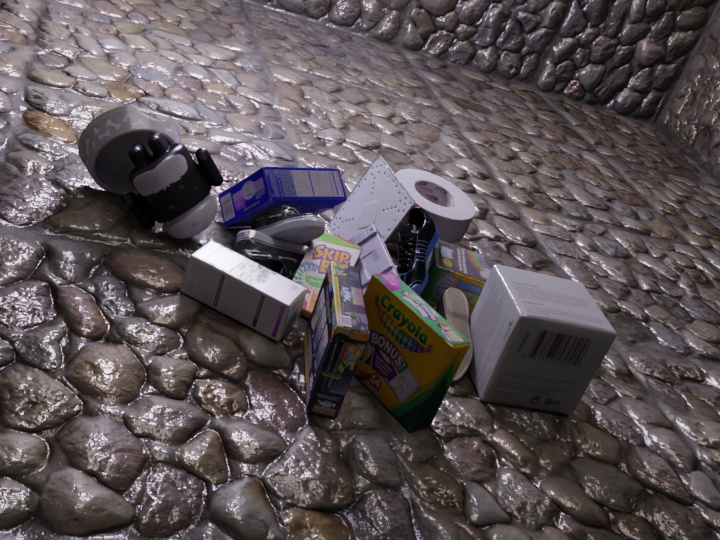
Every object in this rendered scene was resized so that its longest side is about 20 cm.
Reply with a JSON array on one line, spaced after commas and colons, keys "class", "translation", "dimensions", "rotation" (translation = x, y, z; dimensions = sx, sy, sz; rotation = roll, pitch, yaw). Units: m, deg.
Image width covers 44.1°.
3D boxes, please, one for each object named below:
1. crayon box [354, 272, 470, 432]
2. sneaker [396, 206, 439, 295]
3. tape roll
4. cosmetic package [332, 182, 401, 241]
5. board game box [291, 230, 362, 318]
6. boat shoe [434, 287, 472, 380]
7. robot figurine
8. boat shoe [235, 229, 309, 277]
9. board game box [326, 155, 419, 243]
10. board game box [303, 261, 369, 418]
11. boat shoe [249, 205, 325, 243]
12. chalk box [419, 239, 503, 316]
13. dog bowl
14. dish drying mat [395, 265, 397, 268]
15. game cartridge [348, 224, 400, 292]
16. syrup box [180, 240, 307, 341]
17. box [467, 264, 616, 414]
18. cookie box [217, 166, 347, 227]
[{"class": "crayon box", "translation": [0.066, 0.130, 1.459], "dimensions": [0.058, 0.174, 0.200], "rotation": [-7, 38, -44]}, {"class": "sneaker", "translation": [0.095, -0.033, 1.708], "dimensions": [0.078, 0.070, 0.201], "rotation": [53, 41, -35]}, {"class": "tape roll", "translation": [0.154, -0.145, 1.975], "dimensions": [0.198, 0.067, 0.201], "rotation": [19, 30, -11]}, {"class": "cosmetic package", "translation": [0.051, -0.128, 2.022], "dimensions": [0.198, 0.091, 0.107], "rotation": [10, 30, -30]}, {"class": "board game box", "translation": [-0.068, 0.005, 1.662], "dimensions": [0.095, 0.030, 0.201], "rotation": [24, 50, 1]}, {"class": "boat shoe", "translation": [0.163, 0.128, 1.652], "dimensions": [0.072, 0.063, 0.201], "rotation": [23, 49, -18]}, {"class": "robot figurine", "translation": [-0.352, -0.157, 1.662], "dimensions": [0.201, 0.149, 0.125], "rotation": [59, 42, -19]}, {"class": "boat shoe", "translation": [-0.148, -0.015, 1.690], "dimensions": [0.199, 0.071, 0.068], "rotation": [21, 57, -35]}, {"class": "board game box", "translation": [0.023, -0.111, 1.851], "dimensions": [0.026, 0.201, 0.200], "rotation": [25, 21, -35]}, {"class": "board game box", "translation": [-0.043, 0.107, 1.427], "dimensions": [0.056, 0.167, 0.201], "rotation": [13, 28, -12]}, {"class": "boat shoe", "translation": [-0.147, -0.091, 1.699], "dimensions": [0.199, 0.072, 0.072], "rotation": [-8, -23, 39]}, {"class": "chalk box", "translation": [0.179, 0.029, 1.790], "dimensions": [0.198, 0.125, 0.125], "rotation": [18, 28, -6]}, {"class": "dog bowl", "translation": [-0.440, -0.226, 1.718], "dimensions": [0.198, 0.201, 0.059], "rotation": [1, 48, -35]}, {"class": "dish drying mat", "translation": [0.040, 0.037, 1.741], "dimensions": [0.076, 0.018, 0.200], "rotation": [-10, 20, 18]}, {"class": "game cartridge", "translation": [0.000, 0.000, 1.712], "dimensions": [0.039, 0.129, 0.201], "rotation": [55, 7, -34]}, {"class": "syrup box", "translation": [-0.201, 0.034, 1.536], "dimensions": [0.199, 0.082, 0.079], "rotation": [27, 29, 8]}, {"class": "box", "translation": [0.315, 0.127, 1.626], "dimensions": [0.197, 0.201, 0.172], "rotation": [11, 31, -19]}, {"class": "cookie box", "translation": [-0.158, -0.148, 1.807], "dimensions": [0.199, 0.170, 0.076], "rotation": [-4, 77, -43]}]
